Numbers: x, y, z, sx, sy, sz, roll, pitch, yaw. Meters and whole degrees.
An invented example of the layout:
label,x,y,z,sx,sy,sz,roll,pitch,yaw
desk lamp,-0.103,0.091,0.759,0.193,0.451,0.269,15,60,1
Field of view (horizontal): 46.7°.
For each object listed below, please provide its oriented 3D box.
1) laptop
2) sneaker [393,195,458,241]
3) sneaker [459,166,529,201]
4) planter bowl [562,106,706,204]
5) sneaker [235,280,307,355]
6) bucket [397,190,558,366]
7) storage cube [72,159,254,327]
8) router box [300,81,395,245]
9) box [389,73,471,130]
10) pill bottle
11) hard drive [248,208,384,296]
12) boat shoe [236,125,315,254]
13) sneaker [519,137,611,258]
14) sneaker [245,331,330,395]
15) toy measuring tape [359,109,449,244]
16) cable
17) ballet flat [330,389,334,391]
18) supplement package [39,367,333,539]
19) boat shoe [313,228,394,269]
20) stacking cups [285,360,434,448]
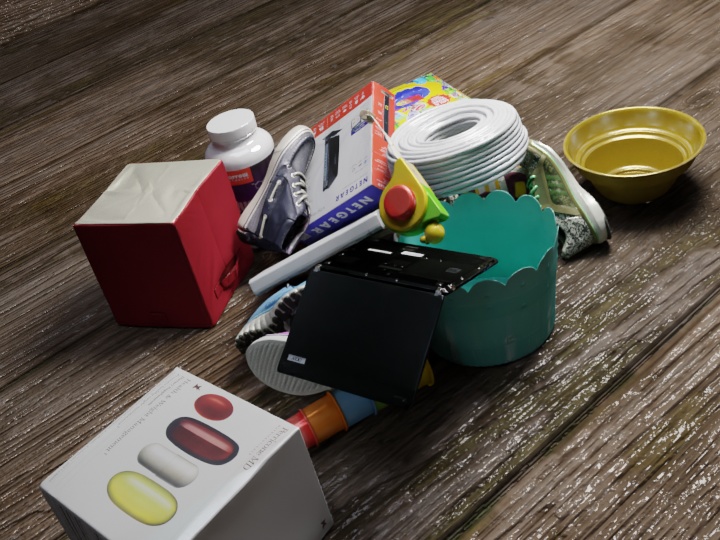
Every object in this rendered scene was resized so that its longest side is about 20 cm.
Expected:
label,x,y,z,sx,sy,sz,roll,pitch,yaw
laptop,0.032,0.047,0.921,0.174,0.106,0.199,11,22,32
sneaker,0.141,-0.071,1.172,0.195,0.090,0.077,-8,36,-10
sneaker,0.194,-0.114,1.248,0.197,0.075,0.091,25,72,22
planter bowl,0.399,-0.156,1.220,0.196,0.085,0.202,-10,36,7
sneaker,-0.083,0.042,1.075,0.198,0.078,0.091,-28,31,33
bucket,0.151,0.009,1.042,0.202,0.137,0.209,-9,35,6
storage cube,-0.286,-0.041,1.237,0.196,0.183,0.172,1,38,20
router box,-0.028,-0.158,1.270,0.198,0.048,0.183,-28,51,43
box,0.085,-0.209,1.379,0.197,0.124,0.193,-24,37,-13
pill bottle,-0.178,-0.145,1.319,0.110,0.203,0.113,-10,35,7
hard drive,-0.055,-0.029,1.176,0.197,0.027,0.132,-28,4,9
boat shoe,-0.100,-0.116,1.253,0.092,0.075,0.203,23,82,30
sneaker,0.257,-0.101,1.159,0.088,0.077,0.201,-36,70,-4
sneaker,-0.033,0.089,0.995,0.196,0.074,0.114,-3,24,25
toy measuring tape,0.038,-0.106,1.030,0.073,0.074,0.202,-26,66,-17
cable,0.132,-0.171,1.148,0.196,0.070,0.201,-5,30,31
ballet flat,0.016,0.079,1.061,0.062,0.069,0.200,30,66,35
supplement package,-0.170,0.236,0.841,0.197,0.149,0.191,16,45,38
boat shoe,0.000,0.000,1.170,0.074,0.074,0.199,-25,5,34
stacking cups,-0.012,0.151,0.978,0.197,0.061,0.061,-26,36,-12
